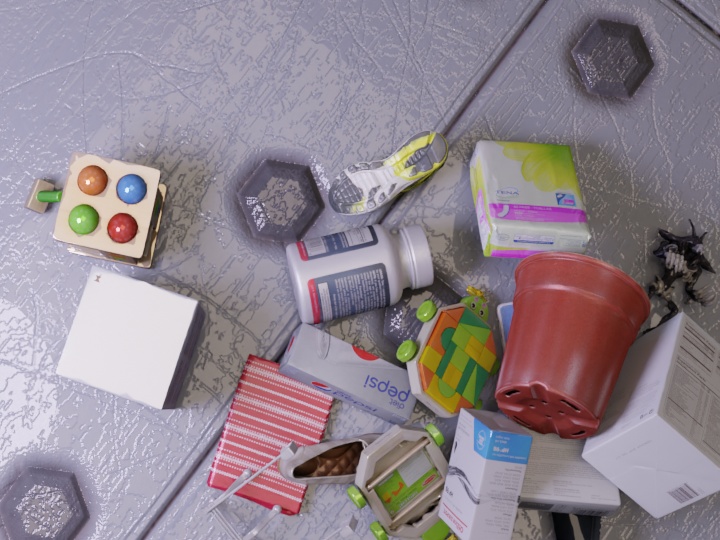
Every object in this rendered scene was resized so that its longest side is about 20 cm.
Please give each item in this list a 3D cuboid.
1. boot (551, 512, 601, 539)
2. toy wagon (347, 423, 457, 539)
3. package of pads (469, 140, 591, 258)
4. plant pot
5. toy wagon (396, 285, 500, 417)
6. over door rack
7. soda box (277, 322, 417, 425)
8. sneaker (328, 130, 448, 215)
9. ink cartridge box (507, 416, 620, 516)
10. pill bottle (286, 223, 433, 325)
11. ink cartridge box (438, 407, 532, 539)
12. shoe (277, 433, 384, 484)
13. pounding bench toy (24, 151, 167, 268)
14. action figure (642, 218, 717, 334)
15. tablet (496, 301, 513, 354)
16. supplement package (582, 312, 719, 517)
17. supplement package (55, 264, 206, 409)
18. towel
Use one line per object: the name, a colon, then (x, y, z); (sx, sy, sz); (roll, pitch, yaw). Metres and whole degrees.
boot: (0.264, 0.335, 1.706); (0.165, 0.076, 0.203); (15, 76, -7)
toy wagon: (0.075, 0.321, 1.683); (0.154, 0.039, 0.202); (-35, 113, -13)
package of pads: (0.240, -0.102, 1.710); (0.152, 0.069, 0.202); (4, 45, -6)
plant pot: (0.281, 0.112, 1.630); (0.198, 0.201, 0.197); (24, 63, -2)
toy wagon: (0.140, 0.109, 1.707); (0.155, 0.039, 0.202); (40, 64, -24)
over door rack: (-0.109, 0.336, 1.640); (0.199, 0.067, 0.148); (-37, 95, 30)
soda box: (-0.013, 0.150, 1.692); (0.198, 0.063, 0.069); (26, 70, -8)
sneaker: (0.048, -0.134, 1.741); (0.198, 0.084, 0.075); (-24, 79, 14)
ink cartridge box: (0.278, 0.244, 1.683); (0.159, 0.050, 0.203); (8, 54, -13)
pill bottle: (0.000, 0.000, 1.697); (0.197, 0.120, 0.122); (-13, 85, -7)
ink cartridge box: (0.167, 0.305, 1.624); (0.066, 0.116, 0.203); (9, 96, -18)
shoe: (-0.018, 0.275, 1.687); (0.197, 0.053, 0.071); (-5, 89, -18)
pounding bench toy: (-0.384, -0.091, 1.652); (0.197, 0.156, 0.126); (12, 83, -3)
action figure: (0.471, 0.016, 1.748); (0.118, 0.102, 0.202); (34, 81, -16)
tablet: (0.309, 0.099, 1.768); (0.197, 0.014, 0.132); (-9, 85, -7)
supplement package: (0.432, 0.202, 1.644); (0.150, 0.152, 0.201); (39, 47, -10)
supplement package: (-0.309, 0.097, 1.617); (0.150, 0.200, 0.153); (19, 82, -2)
towel: (-0.127, 0.239, 1.709); (0.142, 0.022, 0.203); (18, 82, -3)
